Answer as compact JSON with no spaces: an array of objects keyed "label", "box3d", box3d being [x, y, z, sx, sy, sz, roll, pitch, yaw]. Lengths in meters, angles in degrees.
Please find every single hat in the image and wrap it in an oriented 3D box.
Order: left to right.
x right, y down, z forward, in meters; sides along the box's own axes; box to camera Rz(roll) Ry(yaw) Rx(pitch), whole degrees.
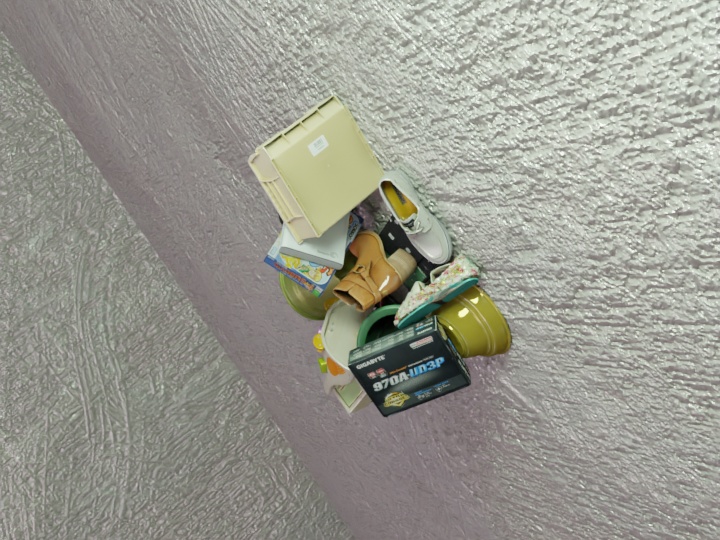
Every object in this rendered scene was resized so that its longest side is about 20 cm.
[{"label":"hat","box3d":[0.081,0.107,1.697,0.163,0.177,0.203,11,113,1]}]

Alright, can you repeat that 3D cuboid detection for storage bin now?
[{"label":"storage bin","box3d":[-0.081,-0.193,1.545,0.200,0.199,0.093,58,154,-16]}]

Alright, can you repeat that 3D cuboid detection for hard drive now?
[{"label":"hard drive","box3d":[-0.086,-0.111,1.633,0.130,0.203,0.027,16,149,-16]},{"label":"hard drive","box3d":[0.099,-0.040,1.643,0.140,0.038,0.200,49,157,6]}]

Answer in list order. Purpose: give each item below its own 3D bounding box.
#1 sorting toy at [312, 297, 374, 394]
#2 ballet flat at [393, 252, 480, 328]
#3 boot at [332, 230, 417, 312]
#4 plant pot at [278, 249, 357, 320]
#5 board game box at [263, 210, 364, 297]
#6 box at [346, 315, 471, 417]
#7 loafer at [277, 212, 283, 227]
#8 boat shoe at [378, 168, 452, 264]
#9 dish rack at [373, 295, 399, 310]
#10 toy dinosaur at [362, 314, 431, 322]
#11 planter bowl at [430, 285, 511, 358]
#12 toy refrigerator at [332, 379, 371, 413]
[{"label":"sorting toy","box3d":[-0.050,0.175,1.774,0.105,0.202,0.181,16,139,2]},{"label":"ballet flat","box3d":[0.139,0.038,1.545,0.075,0.199,0.065,18,-137,-58]},{"label":"boot","box3d":[0.000,0.000,1.642,0.199,0.154,0.074,23,145,49]},{"label":"plant pot","box3d":[-0.057,-0.001,1.835,0.202,0.200,0.183,55,146,-10]},{"label":"board game box","box3d":[-0.091,-0.062,1.644,0.134,0.201,0.034,32,146,-6]},{"label":"box","box3d":[0.096,0.192,1.596,0.160,0.198,0.046,57,-159,-28]},{"label":"loafer","box3d":[-0.134,-0.079,1.981,0.201,0.073,0.071,51,156,0]},{"label":"boat shoe","box3d":[0.098,-0.093,1.500,0.070,0.070,0.202,-28,97,29]},{"label":"dish rack","box3d":[0.050,0.162,1.907,0.154,0.054,0.202,46,135,32]},{"label":"toy dinosaur","box3d":[0.108,0.103,1.742,0.197,0.102,0.059,20,118,-3]},{"label":"planter bowl","box3d":[0.198,0.112,1.621,0.200,0.083,0.202,42,155,24]},{"label":"toy refrigerator","box3d":[0.021,0.218,1.770,0.076,0.069,0.201,51,126,21]}]
